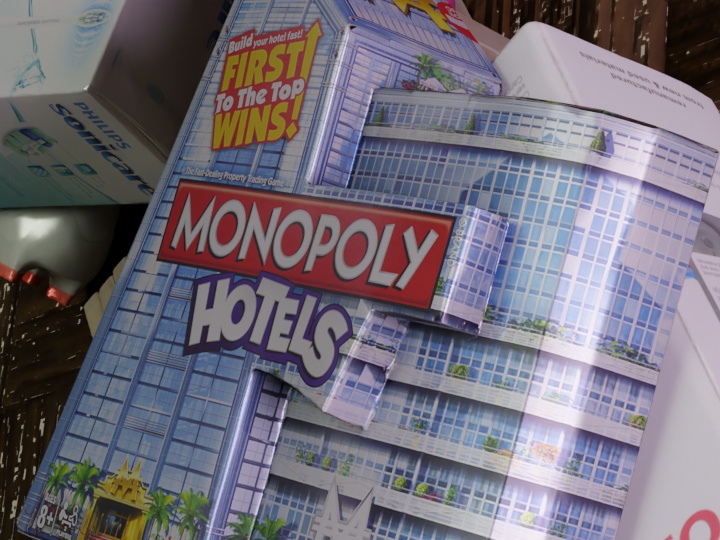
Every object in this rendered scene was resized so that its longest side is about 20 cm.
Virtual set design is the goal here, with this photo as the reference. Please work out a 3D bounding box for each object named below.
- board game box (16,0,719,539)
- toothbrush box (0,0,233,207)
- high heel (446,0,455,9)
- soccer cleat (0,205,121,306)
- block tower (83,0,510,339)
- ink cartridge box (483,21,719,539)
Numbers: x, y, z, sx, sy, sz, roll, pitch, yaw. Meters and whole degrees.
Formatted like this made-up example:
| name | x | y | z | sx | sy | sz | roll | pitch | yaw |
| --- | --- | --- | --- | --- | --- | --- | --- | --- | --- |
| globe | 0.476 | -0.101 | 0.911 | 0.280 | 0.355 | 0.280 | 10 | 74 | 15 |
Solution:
| name | x | y | z | sx | sy | sz | roll | pitch | yaw |
| --- | --- | --- | --- | --- | --- | --- | --- | --- | --- |
| board game box | 0.000 | 0.000 | 0.679 | 0.200 | 0.062 | 0.200 | 8 | 82 | 54 |
| toothbrush box | -0.137 | -0.108 | 1.023 | 0.200 | 0.085 | 0.147 | 1 | 60 | 37 |
| high heel | -0.002 | -0.055 | 0.814 | 0.067 | 0.200 | 0.096 | -7 | 18 | 13 |
| soccer cleat | -0.169 | -0.049 | 1.112 | 0.200 | 0.069 | 0.078 | 28 | 91 | 46 |
| block tower | -0.025 | -0.030 | 0.924 | 0.200 | 0.054 | 0.058 | -48 | 42 | 24 |
| ink cartridge box | 0.063 | 0.052 | 0.697 | 0.148 | 0.086 | 0.200 | -47 | 44 | 29 |
